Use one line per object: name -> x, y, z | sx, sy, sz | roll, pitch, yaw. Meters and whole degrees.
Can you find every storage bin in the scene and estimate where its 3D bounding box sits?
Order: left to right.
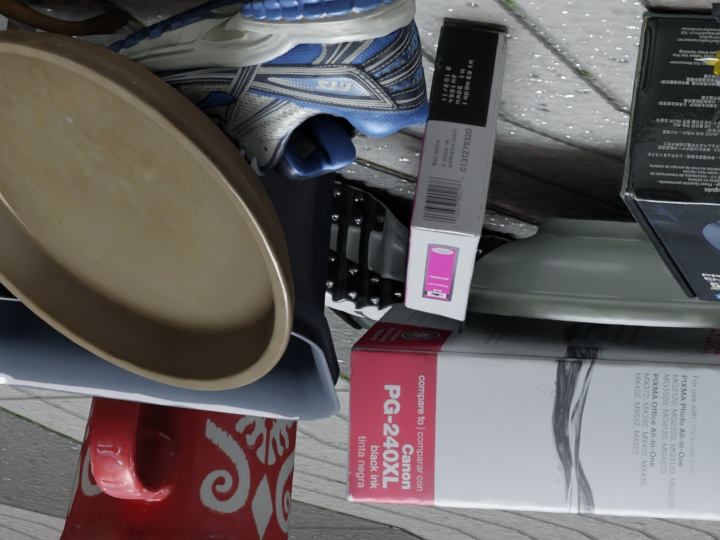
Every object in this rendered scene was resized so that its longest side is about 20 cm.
storage bin -> -0.103, -0.021, 1.455 | 0.199, 0.135, 0.146 | 5, 158, 8

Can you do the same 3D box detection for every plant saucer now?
plant saucer -> -0.108, -0.029, 1.296 | 0.200, 0.029, 0.200 | 26, 146, 19
plant saucer -> 0.143, -0.001, 1.526 | 0.199, 0.050, 0.200 | 2, -178, 0

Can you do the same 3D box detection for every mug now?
mug -> -0.088, 0.069, 1.685 | 0.133, 0.201, 0.178 | 11, 166, -9

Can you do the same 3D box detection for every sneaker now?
sneaker -> -0.045, -0.074, 1.263 | 0.077, 0.085, 0.200 | -27, -168, -36
sneaker -> 0.000, 0.000, 1.634 | 0.200, 0.067, 0.090 | 16, 162, -37

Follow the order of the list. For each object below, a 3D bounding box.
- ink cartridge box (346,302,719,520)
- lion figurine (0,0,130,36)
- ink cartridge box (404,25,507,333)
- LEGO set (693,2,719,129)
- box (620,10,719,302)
ink cartridge box -> 0.103, 0.070, 1.511 | 0.199, 0.084, 0.145 | 3, -172, 10
lion figurine -> -0.215, -0.112, 1.334 | 0.199, 0.073, 0.122 | -16, 149, 27
ink cartridge box -> 0.044, -0.038, 1.392 | 0.037, 0.095, 0.200 | 7, 167, 4
LEGO set -> 0.169, -0.121, 0.826 | 0.116, 0.201, 0.154 | 16, -175, -25
box -> 0.228, -0.041, 1.290 | 0.199, 0.086, 0.164 | 4, 165, 17
